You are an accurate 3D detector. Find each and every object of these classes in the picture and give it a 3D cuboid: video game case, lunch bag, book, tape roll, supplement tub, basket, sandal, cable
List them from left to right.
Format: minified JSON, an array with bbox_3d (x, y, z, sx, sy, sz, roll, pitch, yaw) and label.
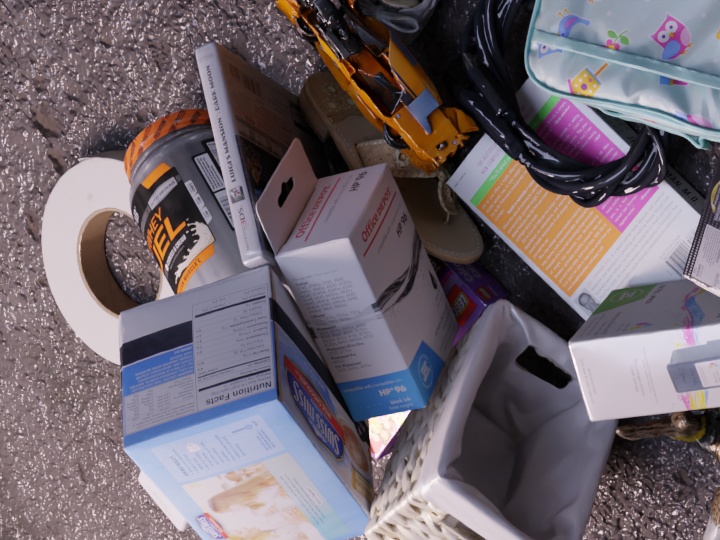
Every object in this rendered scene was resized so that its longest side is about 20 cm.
[{"bbox_3d":[-0.211,-0.011,2.010,0.202,0.037,0.204,13,112,35],"label":"tape roll"},{"bbox_3d":[-0.119,-0.034,1.855,0.123,0.122,0.200,-56,51,36],"label":"supplement tub"},{"bbox_3d":[-0.064,-0.071,1.743,0.023,0.200,0.183,-19,72,17],"label":"video game case"},{"bbox_3d":[0.031,-0.100,1.763,0.212,0.077,0.070,48,134,22],"label":"sandal"},{"bbox_3d":[0.101,0.148,1.696,0.135,0.200,0.123,36,135,-12],"label":"basket"},{"bbox_3d":[0.166,-0.144,1.639,0.200,0.051,0.163,45,102,19],"label":"cable"},{"bbox_3d":[0.179,-0.049,1.686,0.200,0.048,0.134,47,124,15],"label":"book"},{"bbox_3d":[0.222,-0.175,1.549,0.199,0.077,0.161,17,92,25],"label":"lunch bag"}]

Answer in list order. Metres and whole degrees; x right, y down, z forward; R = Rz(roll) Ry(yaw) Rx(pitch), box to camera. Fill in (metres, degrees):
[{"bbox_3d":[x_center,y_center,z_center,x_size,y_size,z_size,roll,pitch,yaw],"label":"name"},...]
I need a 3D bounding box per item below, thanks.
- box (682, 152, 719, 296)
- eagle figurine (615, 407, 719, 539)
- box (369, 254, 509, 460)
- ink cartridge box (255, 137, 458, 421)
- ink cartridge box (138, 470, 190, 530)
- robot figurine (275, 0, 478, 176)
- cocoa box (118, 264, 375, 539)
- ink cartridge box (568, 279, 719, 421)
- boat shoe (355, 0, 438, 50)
[{"bbox_3d":[0.302,-0.092,1.498,0.044,0.160,0.201,29,120,29],"label":"box"},{"bbox_3d":[0.297,0.185,1.612,0.200,0.151,0.151,60,169,27],"label":"eagle figurine"},{"bbox_3d":[0.023,0.044,1.841,0.137,0.039,0.200,46,127,18],"label":"box"},{"bbox_3d":[0.000,0.000,1.692,0.068,0.116,0.201,-13,118,25],"label":"ink cartridge box"},{"bbox_3d":[-0.112,0.130,1.895,0.067,0.116,0.200,49,144,17],"label":"ink cartridge box"},{"bbox_3d":[0.006,-0.164,1.679,0.058,0.145,0.200,-39,91,-4],"label":"robot figurine"},{"bbox_3d":[-0.085,0.118,1.677,0.133,0.200,0.132,-18,49,14],"label":"cocoa box"},{"bbox_3d":[0.265,0.048,1.579,0.199,0.117,0.068,-9,106,26],"label":"ink cartridge box"},{"bbox_3d":[0.032,-0.239,1.695,0.074,0.065,0.202,26,139,2],"label":"boat shoe"}]
